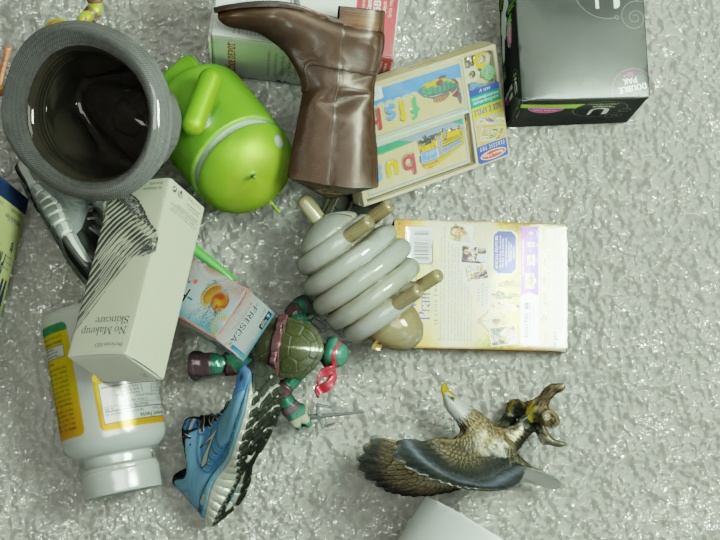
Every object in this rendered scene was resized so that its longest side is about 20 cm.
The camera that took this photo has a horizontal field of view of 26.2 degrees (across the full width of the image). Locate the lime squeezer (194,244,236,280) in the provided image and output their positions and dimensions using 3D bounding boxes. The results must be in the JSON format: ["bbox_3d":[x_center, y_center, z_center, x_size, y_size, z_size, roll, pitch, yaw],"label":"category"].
[{"bbox_3d":[-0.208,-0.066,1.700,0.200,0.038,0.071,54,39,6],"label":"lime squeezer"}]

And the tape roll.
[{"bbox_3d":[0.132,0.317,1.601,0.202,0.202,0.071,33,82,2],"label":"tape roll"}]

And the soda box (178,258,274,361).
[{"bbox_3d":[-0.190,0.021,1.643,0.199,0.068,0.064,27,79,35],"label":"soda box"}]

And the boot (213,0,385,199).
[{"bbox_3d":[-0.067,-0.175,1.599,0.185,0.064,0.202,6,100,5],"label":"boot"}]

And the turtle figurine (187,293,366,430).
[{"bbox_3d":[-0.083,0.085,1.674,0.199,0.101,0.151,10,67,9],"label":"turtle figurine"}]

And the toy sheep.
[{"bbox_3d":[0.000,0.000,1.651,0.137,0.138,0.201,-33,89,-8],"label":"toy sheep"}]

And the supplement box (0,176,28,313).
[{"bbox_3d":[-0.483,-0.013,1.631,0.199,0.134,0.201,11,81,6],"label":"supplement box"}]

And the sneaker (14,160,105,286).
[{"bbox_3d":[-0.286,-0.074,1.667,0.115,0.075,0.200,-29,57,-13],"label":"sneaker"}]

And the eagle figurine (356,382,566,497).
[{"bbox_3d":[0.112,0.192,1.651,0.199,0.152,0.151,-30,47,-23],"label":"eagle figurine"}]

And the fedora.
[{"bbox_3d":[-0.263,-0.163,1.595,0.199,0.090,0.178,19,101,23],"label":"fedora"}]

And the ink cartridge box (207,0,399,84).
[{"bbox_3d":[-0.063,-0.262,1.700,0.198,0.147,0.084,7,81,-4],"label":"ink cartridge box"}]

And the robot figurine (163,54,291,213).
[{"bbox_3d":[-0.151,-0.143,1.674,0.116,0.176,0.200,-39,58,0],"label":"robot figurine"}]

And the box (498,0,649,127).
[{"bbox_3d":[0.236,-0.273,1.733,0.147,0.124,0.202,-2,82,-3],"label":"box"}]

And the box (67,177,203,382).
[{"bbox_3d":[-0.228,0.010,1.580,0.082,0.068,0.201,-6,61,29],"label":"box"}]

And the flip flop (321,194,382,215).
[{"bbox_3d":[0.001,-0.098,1.725,0.081,0.058,0.201,29,95,-34],"label":"flip flop"}]

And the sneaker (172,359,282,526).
[{"bbox_3d":[-0.151,0.175,1.632,0.090,0.078,0.201,32,117,15],"label":"sneaker"}]

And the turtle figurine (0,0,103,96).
[{"bbox_3d":[-0.313,-0.246,1.674,0.064,0.161,0.201,34,81,3],"label":"turtle figurine"}]

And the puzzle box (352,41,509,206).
[{"bbox_3d":[0.071,-0.161,1.695,0.199,0.025,0.134,-21,115,-25],"label":"puzzle box"}]

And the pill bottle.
[{"bbox_3d":[-0.269,0.137,1.645,0.112,0.113,0.201,-11,82,-5],"label":"pill bottle"}]

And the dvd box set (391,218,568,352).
[{"bbox_3d":[0.133,0.018,1.730,0.198,0.029,0.147,1,82,-4],"label":"dvd box set"}]
